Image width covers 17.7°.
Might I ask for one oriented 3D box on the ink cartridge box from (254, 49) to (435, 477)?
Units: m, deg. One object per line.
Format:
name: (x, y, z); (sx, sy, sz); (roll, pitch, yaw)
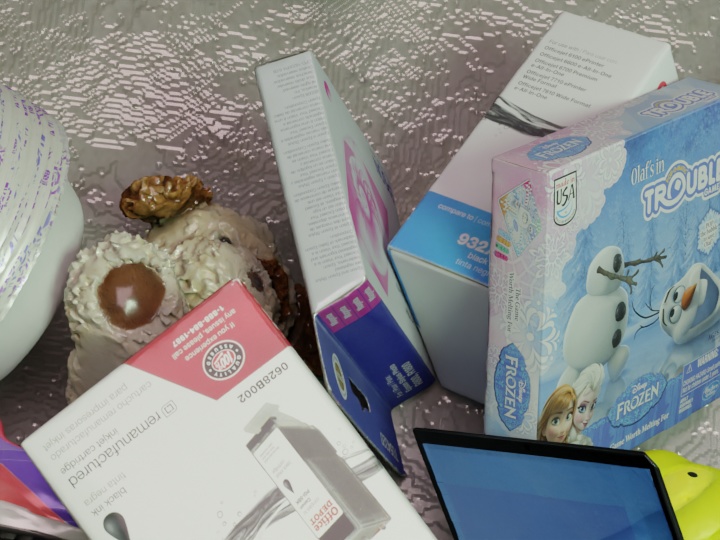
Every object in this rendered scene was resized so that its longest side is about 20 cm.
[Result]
ink cartridge box: (0.000, 0.000, 1.348); (0.043, 0.196, 0.201); (-17, 69, 7)

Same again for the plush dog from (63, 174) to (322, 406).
plush dog: (-0.098, 0.039, 1.371); (0.200, 0.160, 0.172); (45, 51, -17)

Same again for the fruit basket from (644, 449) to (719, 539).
fruit basket: (0.222, 0.183, 1.332); (0.214, 0.155, 0.217); (2, 81, -14)

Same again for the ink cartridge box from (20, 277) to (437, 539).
ink cartridge box: (-0.059, 0.129, 1.206); (0.147, 0.083, 0.200); (-38, 82, -6)

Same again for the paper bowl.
paper bowl: (-0.236, -0.008, 1.332); (0.104, 0.200, 0.202); (33, 63, -27)

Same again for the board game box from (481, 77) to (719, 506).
board game box: (0.146, 0.009, 1.330); (0.043, 0.200, 0.199); (16, 27, 37)

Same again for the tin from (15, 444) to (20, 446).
tin: (-0.178, 0.186, 1.334); (0.200, 0.042, 0.112); (44, 65, 12)

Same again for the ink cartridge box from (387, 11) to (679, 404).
ink cartridge box: (0.117, -0.031, 1.390); (0.083, 0.145, 0.200); (21, 62, 32)

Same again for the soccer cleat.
soccer cleat: (-0.129, 0.135, 1.307); (0.199, 0.068, 0.074); (10, 67, 1)

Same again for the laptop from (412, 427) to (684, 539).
laptop: (0.092, 0.203, 1.259); (0.103, 0.177, 0.201); (32, 70, -40)
